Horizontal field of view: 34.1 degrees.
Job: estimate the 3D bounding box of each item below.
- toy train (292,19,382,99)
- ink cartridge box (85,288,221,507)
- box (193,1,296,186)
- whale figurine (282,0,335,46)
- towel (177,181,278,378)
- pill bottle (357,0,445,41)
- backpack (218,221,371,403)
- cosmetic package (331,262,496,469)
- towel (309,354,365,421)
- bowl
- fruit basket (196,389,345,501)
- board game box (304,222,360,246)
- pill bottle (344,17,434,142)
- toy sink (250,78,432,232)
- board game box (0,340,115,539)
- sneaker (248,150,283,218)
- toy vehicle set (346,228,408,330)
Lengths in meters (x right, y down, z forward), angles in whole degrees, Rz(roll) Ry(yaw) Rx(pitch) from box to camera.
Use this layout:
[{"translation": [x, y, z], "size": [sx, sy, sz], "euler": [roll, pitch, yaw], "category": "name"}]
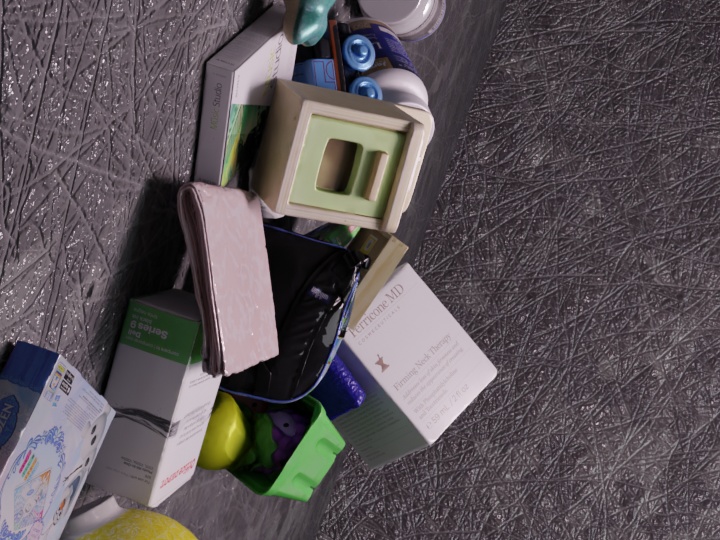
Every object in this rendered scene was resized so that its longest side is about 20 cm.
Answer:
[{"translation": [-0.038, -0.204, 1.420], "size": [0.087, 0.114, 0.200], "euler": [-14, -97, 59], "category": "toy train"}, {"translation": [-0.208, 0.129, 1.238], "size": [0.146, 0.084, 0.200], "euler": [-17, 124, -80], "category": "ink cartridge box"}, {"translation": [-0.121, -0.193, 1.284], "size": [0.200, 0.036, 0.144], "euler": [-57, 163, -54], "category": "box"}, {"translation": [-0.034, -0.338, 1.252], "size": [0.159, 0.104, 0.200], "euler": [-33, 131, -76], "category": "whale figurine"}, {"translation": [-0.134, 0.007, 1.214], "size": [0.200, 0.032, 0.191], "euler": [-6, 89, -79], "category": "towel"}, {"translation": [0.059, -0.400, 1.726], "size": [0.200, 0.114, 0.114], "euler": [-27, 134, -77], "category": "pill bottle"}, {"translation": [-0.106, 0.054, 1.400], "size": [0.147, 0.183, 0.200], "euler": [148, -41, -83], "category": "backpack"}, {"translation": [0.040, 0.135, 1.621], "size": [0.167, 0.200, 0.166], "euler": [-42, -177, -35], "category": "cosmetic package"}, {"translation": [-0.087, 0.115, 1.544], "size": [0.050, 0.200, 0.148], "euler": [-38, 179, -28], "category": "towel"}, {"translation": [-0.252, 0.282, 1.129], "size": [0.108, 0.200, 0.200], "euler": [65, 12, 0], "category": "bowl"}, {"translation": [-0.150, 0.191, 1.469], "size": [0.156, 0.216, 0.216], "euler": [-55, 169, -8], "category": "fruit basket"}, {"translation": [-0.069, -0.034, 1.679], "size": [0.029, 0.135, 0.200], "euler": [62, 20, -7], "category": "board game box"}, {"translation": [0.023, -0.237, 1.550], "size": [0.200, 0.116, 0.116], "euler": [-113, -155, -45], "category": "pill bottle"}, {"translation": [-0.003, -0.123, 1.316], "size": [0.112, 0.200, 0.130], "euler": [46, -57, 60], "category": "toy sink"}, {"translation": [-0.287, 0.181, 0.994], "size": [0.200, 0.043, 0.199], "euler": [85, 24, -69], "category": "board game box"}, {"translation": [-0.086, -0.162, 1.474], "size": [0.081, 0.075, 0.200], "euler": [79, 29, -55], "category": "sneaker"}, {"translation": [0.000, 0.000, 1.538], "size": [0.124, 0.027, 0.200], "euler": [-56, -168, 3], "category": "toy vehicle set"}]
